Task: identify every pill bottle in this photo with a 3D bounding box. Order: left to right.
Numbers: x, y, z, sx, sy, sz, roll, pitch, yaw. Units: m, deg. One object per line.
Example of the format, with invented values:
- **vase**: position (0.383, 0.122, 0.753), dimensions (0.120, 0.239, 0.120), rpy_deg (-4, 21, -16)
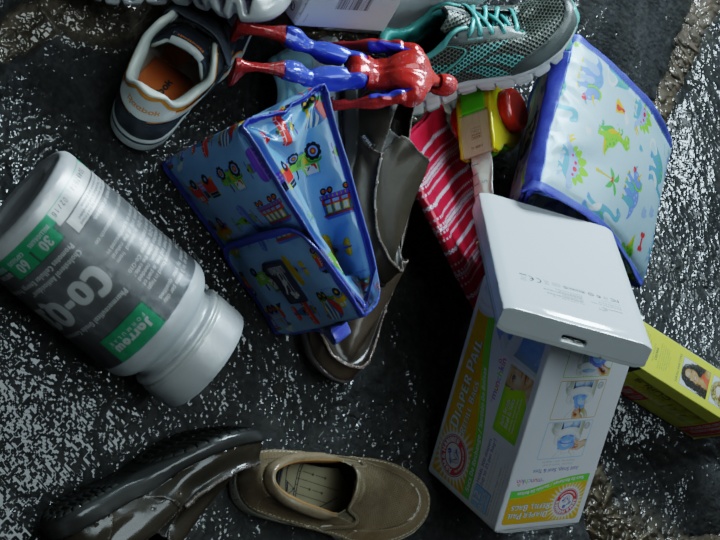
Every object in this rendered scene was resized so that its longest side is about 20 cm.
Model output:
- **pill bottle**: position (-0.194, 0.010, 1.390), dimensions (0.200, 0.113, 0.114), rpy_deg (41, 58, -20)

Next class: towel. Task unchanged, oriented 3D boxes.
- **towel**: position (0.095, -0.050, 1.634), dimensions (0.201, 0.022, 0.145), rpy_deg (62, 23, -7)

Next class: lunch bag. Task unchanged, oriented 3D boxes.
- **lunch bag**: position (-0.057, -0.033, 1.476), dimensions (0.094, 0.150, 0.201), rpy_deg (-29, 97, -33)
- **lunch bag**: position (0.208, -0.101, 1.677), dimensions (0.200, 0.126, 0.171), rpy_deg (51, 47, -54)

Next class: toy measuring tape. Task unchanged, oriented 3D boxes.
- **toy measuring tape**: position (0.125, -0.107, 1.652), dimensions (0.073, 0.073, 0.202), rpy_deg (10, 66, -34)

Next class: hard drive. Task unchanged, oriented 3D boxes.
- **hard drive**: position (0.168, 0.005, 1.508), dimensions (0.131, 0.026, 0.200), rpy_deg (15, 27, -11)

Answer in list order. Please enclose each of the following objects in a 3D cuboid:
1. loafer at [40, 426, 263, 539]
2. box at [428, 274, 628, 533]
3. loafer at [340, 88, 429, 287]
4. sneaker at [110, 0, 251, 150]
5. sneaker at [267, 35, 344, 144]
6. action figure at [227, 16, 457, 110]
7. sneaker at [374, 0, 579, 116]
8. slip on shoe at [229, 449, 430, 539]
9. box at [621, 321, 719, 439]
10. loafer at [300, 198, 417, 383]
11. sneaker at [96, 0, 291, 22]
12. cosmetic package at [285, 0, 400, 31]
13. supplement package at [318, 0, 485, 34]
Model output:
- **loafer**: position (-0.158, 0.183, 1.398), dimensions (0.199, 0.073, 0.072), rpy_deg (-25, 101, -32)
- **box**: position (0.151, 0.116, 1.562), dimensions (0.101, 0.112, 0.201), rpy_deg (0, 114, -35)
- **loafer**: position (0.023, -0.086, 1.513), dimensions (0.073, 0.071, 0.202), rpy_deg (39, 45, -66)
- **sneaker**: position (-0.139, -0.194, 1.497), dimensions (0.078, 0.079, 0.201), rpy_deg (30, 60, -5)
- **sneaker**: position (-0.047, -0.104, 1.557), dimensions (0.074, 0.081, 0.202), rpy_deg (43, 41, -63)
- **action figure**: position (-0.012, -0.170, 1.489), dimensions (0.198, 0.052, 0.066), rpy_deg (7, 65, -15)
- **sneaker**: position (0.102, -0.209, 1.603), dimensions (0.091, 0.199, 0.078), rpy_deg (64, 5, -55)
- **slip on shoe**: position (-0.014, 0.189, 1.509), dimensions (0.199, 0.060, 0.077), rpy_deg (18, 68, -32)
- **box**: position (0.292, 0.101, 1.750), dimensions (0.199, 0.075, 0.050), rpy_deg (31, 64, -28)
- **loafer**: position (0.000, 0.000, 1.562), dimensions (0.073, 0.071, 0.201), rpy_deg (24, 65, -29)
- **sneaker**: position (-0.152, -0.264, 1.454), dimensions (0.081, 0.198, 0.089), rpy_deg (-69, 163, -55)
- **cosmetic package**: position (-0.048, -0.303, 1.539), dimensions (0.107, 0.085, 0.201), rpy_deg (-4, 49, -41)
- **supplement package**: position (0.025, -0.331, 1.634), dimensions (0.121, 0.119, 0.202), rpy_deg (0, 78, -37)
